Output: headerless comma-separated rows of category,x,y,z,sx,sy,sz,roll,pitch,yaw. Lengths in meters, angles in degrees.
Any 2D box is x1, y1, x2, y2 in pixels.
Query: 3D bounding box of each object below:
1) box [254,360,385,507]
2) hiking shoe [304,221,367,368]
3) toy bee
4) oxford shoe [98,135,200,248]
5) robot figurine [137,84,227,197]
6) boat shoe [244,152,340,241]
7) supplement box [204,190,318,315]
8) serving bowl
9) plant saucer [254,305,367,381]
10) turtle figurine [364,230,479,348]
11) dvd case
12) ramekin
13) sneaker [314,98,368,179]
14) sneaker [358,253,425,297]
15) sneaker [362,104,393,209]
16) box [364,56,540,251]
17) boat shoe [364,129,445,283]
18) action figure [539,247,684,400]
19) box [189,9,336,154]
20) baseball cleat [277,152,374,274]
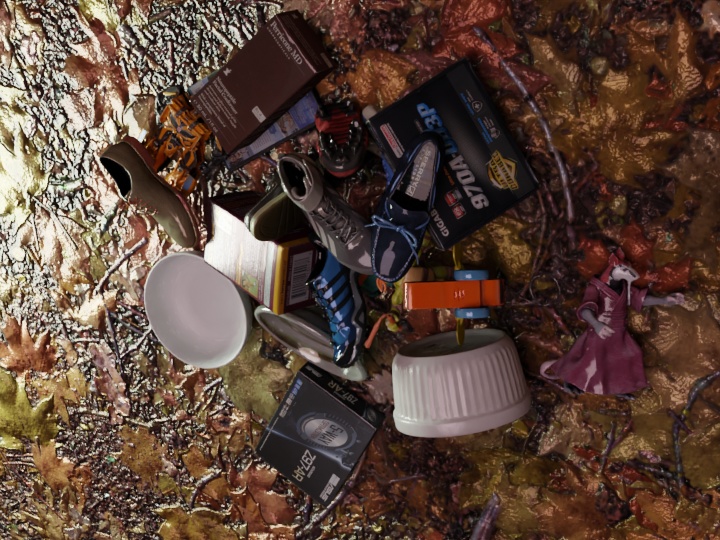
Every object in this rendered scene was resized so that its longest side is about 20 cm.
box,-0.070,0.273,1.536,0.159,0.043,0.201,36,120,9
hiking shoe,-0.039,0.036,1.301,0.074,0.085,0.203,167,104,-70
toy bee,0.154,0.038,1.256,0.197,0.109,0.133,20,91,1
oxford shoe,-0.327,-0.108,1.425,0.201,0.075,0.070,51,132,-3
robot figurine,-0.286,-0.188,1.438,0.145,0.058,0.200,43,132,4
boat shoe,-0.103,-0.109,1.317,0.066,0.201,0.072,30,135,21
supplement box,-0.145,-0.031,1.386,0.199,0.085,0.112,32,124,40
serving bowl,-0.257,0.057,1.528,0.197,0.066,0.203,9,113,22
plant saucer,-0.068,0.097,1.423,0.198,0.051,0.201,28,162,10
turtle figurine,0.083,0.023,1.305,0.159,0.064,0.203,15,97,-27
dvd case,-0.156,-0.250,1.387,0.198,0.018,0.144,-23,99,30
ramekin,0.136,0.152,1.305,0.198,0.200,0.107,-8,98,27
sneaker,-0.023,-0.161,1.267,0.070,0.201,0.099,-9,118,-1
sneaker,0.000,0.000,1.379,0.197,0.071,0.081,9,109,21
sneaker,0.046,-0.127,1.303,0.111,0.077,0.200,-40,96,22
box,0.122,-0.153,1.230,0.158,0.046,0.202,-31,96,-3
boat shoe,0.052,-0.081,1.175,0.083,0.069,0.203,13,101,3
action figure,0.336,0.068,1.250,0.149,0.132,0.203,-157,68,-65
box,-0.140,-0.266,1.321,0.199,0.075,0.101,-37,91,29
baseball cleat,-0.045,-0.071,1.218,0.070,0.106,0.200,-44,87,10
